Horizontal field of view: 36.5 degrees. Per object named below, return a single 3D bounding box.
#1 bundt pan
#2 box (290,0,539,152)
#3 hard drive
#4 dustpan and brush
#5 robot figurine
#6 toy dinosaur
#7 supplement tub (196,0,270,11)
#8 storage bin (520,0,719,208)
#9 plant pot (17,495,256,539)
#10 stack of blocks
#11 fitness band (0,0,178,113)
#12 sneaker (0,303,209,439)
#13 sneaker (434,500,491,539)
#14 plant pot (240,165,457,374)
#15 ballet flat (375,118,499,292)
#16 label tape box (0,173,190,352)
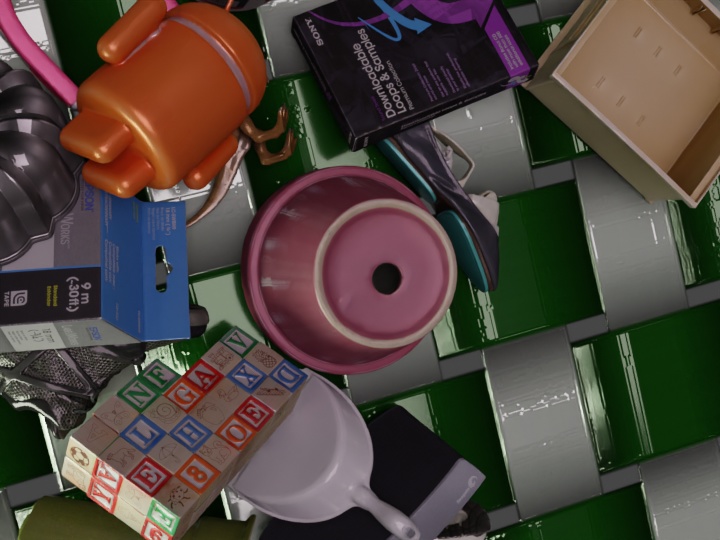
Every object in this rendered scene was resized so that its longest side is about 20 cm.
[{"bbox_3d":[-0.338,-0.100,0.911,0.201,0.076,0.202,1,63,-1],"label":"bundt pan"},{"bbox_3d":[0.051,-0.214,1.053,0.200,0.036,0.143,-24,75,-11],"label":"box"},{"bbox_3d":[0.005,0.223,1.028,0.200,0.135,0.042,-42,137,-13],"label":"hard drive"},{"bbox_3d":[-0.023,0.191,1.010,0.140,0.200,0.057,-54,133,-8],"label":"dustpan and brush"},{"bbox_3d":[-0.160,-0.148,0.935,0.144,0.117,0.200,45,66,-7],"label":"robot figurine"},{"bbox_3d":[-0.119,-0.122,1.035,0.106,0.060,0.200,4,87,12],"label":"toy dinosaur"},{"bbox_3d":[-0.102,-0.313,0.950,0.140,0.200,0.141,0,91,-15],"label":"supplement tub"},{"bbox_3d":[0.305,-0.202,1.114,0.200,0.094,0.199,39,82,-12],"label":"storage bin"},{"bbox_3d":[-0.212,0.285,0.959,0.190,0.200,0.200,17,87,-2],"label":"plant pot"},{"bbox_3d":[-0.150,0.134,0.960,0.115,0.059,0.200,34,43,10],"label":"stack of blocks"},{"bbox_3d":[-0.247,-0.230,0.999,0.144,0.037,0.200,-43,102,-10],"label":"fitness band"},{"bbox_3d":[-0.233,0.086,0.993,0.199,0.076,0.114,-9,96,-11],"label":"sneaker"},{"bbox_3d":[0.033,0.292,1.074,0.200,0.077,0.089,-9,114,-7],"label":"sneaker"},{"bbox_3d":[0.000,0.000,0.997,0.200,0.179,0.200,0,91,-15],"label":"plant pot"},{"bbox_3d":[0.095,-0.074,1.077,0.073,0.073,0.200,-37,98,-11],"label":"ballet flat"},{"bbox_3d":[-0.253,-0.009,0.945,0.200,0.063,0.144,-4,64,-5],"label":"label tape box"}]
